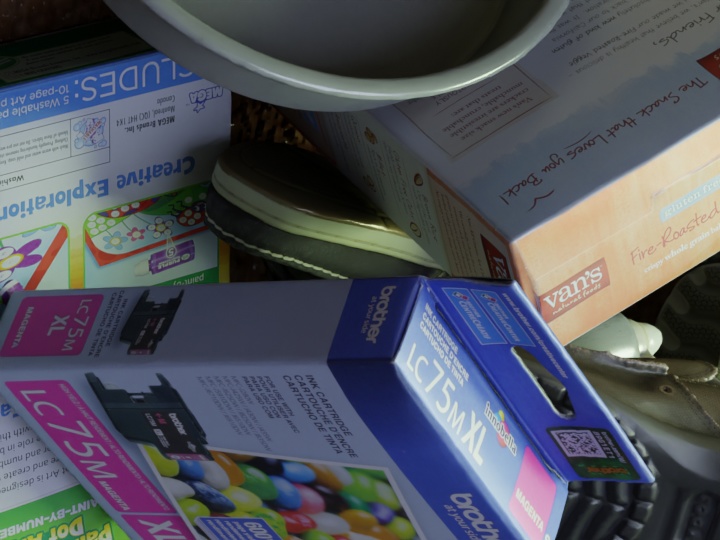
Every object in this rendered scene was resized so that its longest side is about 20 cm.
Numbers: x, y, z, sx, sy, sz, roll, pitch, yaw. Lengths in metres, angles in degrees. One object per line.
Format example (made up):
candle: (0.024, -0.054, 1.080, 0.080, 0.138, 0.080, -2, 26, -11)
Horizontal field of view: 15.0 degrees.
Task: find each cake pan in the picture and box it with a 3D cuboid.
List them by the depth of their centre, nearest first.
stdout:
cake pan: (-0.020, -0.137, 0.896, 0.200, 0.201, 0.037, -19, 164, -32)

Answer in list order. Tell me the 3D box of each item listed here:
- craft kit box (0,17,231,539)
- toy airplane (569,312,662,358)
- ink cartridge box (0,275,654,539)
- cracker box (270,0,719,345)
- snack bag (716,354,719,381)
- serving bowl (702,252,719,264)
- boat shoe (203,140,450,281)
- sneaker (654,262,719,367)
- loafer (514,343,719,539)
craft kit box: (-0.135, 0.023, 0.955, 0.199, 0.048, 0.199, -16, 118, -34)
toy airplane: (0.064, 0.109, 1.050, 0.200, 0.141, 0.200, -62, 145, -19)
ink cartridge box: (-0.015, 0.052, 0.911, 0.119, 0.199, 0.042, 54, 43, -41)
cracker box: (0.058, -0.069, 0.947, 0.134, 0.200, 0.058, -30, 132, -14)
snack bag: (0.195, 0.052, 1.168, 0.200, 0.021, 0.189, -42, 146, -41)
serving bowl: (0.188, -0.088, 1.158, 0.199, 0.066, 0.201, -20, 123, -32)
boat shoe: (0.000, 0.000, 1.016, 0.066, 0.072, 0.201, -61, 155, 10)
sneaker: (0.143, 0.088, 1.198, 0.082, 0.075, 0.201, -11, 132, -59)
loafer: (0.098, 0.066, 0.978, 0.199, 0.071, 0.073, 20, 118, -6)
